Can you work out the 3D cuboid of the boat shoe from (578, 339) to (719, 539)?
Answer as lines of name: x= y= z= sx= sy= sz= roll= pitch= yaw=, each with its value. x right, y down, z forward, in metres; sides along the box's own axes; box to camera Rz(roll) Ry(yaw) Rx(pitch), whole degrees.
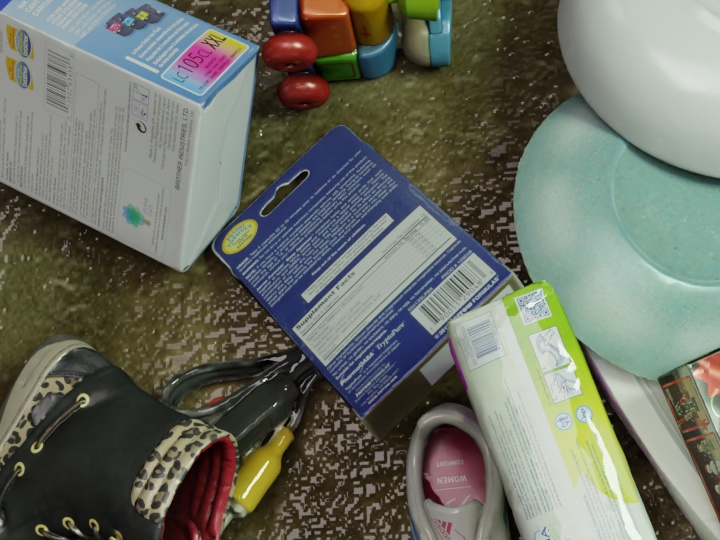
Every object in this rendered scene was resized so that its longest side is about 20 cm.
boat shoe: x=0.205 y=0.105 z=1.012 sx=0.068 sy=0.072 sz=0.201 roll=-33 pitch=65 yaw=1

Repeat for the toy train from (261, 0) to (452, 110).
toy train: x=-0.004 y=-0.166 z=1.040 sx=0.114 sy=0.200 sz=0.086 roll=-4 pitch=76 yaw=4

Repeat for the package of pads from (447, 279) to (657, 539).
package of pads: x=0.109 y=0.105 z=0.954 sx=0.068 sy=0.200 sz=0.156 roll=-22 pitch=74 yaw=5

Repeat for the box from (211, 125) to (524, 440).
box: x=0.000 y=0.000 z=1.056 sx=0.121 sy=0.032 sz=0.200 roll=-43 pitch=46 yaw=-2

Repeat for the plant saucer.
plant saucer: x=0.189 y=-0.033 z=1.018 sx=0.199 sy=0.039 sz=0.203 roll=5 pitch=66 yaw=-11

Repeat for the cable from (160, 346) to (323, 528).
cable: x=-0.043 y=0.072 z=1.083 sx=0.199 sy=0.051 sz=0.097 roll=-37 pitch=56 yaw=-13

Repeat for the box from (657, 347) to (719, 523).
box: x=0.264 y=0.124 z=0.962 sx=0.136 sy=0.040 sz=0.202 roll=-21 pitch=84 yaw=-23

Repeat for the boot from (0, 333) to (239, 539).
boot: x=-0.164 y=0.153 z=1.032 sx=0.150 sy=0.073 sz=0.202 roll=21 pitch=83 yaw=33

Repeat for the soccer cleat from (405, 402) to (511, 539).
soccer cleat: x=0.057 y=0.175 z=1.005 sx=0.069 sy=0.086 sz=0.202 roll=-10 pitch=76 yaw=7

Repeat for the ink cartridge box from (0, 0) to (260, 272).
ink cartridge box: x=-0.170 y=-0.107 z=1.081 sx=0.198 sy=0.137 sz=0.076 roll=24 pitch=43 yaw=13

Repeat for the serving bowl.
serving bowl: x=0.219 y=-0.153 z=1.027 sx=0.198 sy=0.066 sz=0.202 roll=3 pitch=56 yaw=-5
